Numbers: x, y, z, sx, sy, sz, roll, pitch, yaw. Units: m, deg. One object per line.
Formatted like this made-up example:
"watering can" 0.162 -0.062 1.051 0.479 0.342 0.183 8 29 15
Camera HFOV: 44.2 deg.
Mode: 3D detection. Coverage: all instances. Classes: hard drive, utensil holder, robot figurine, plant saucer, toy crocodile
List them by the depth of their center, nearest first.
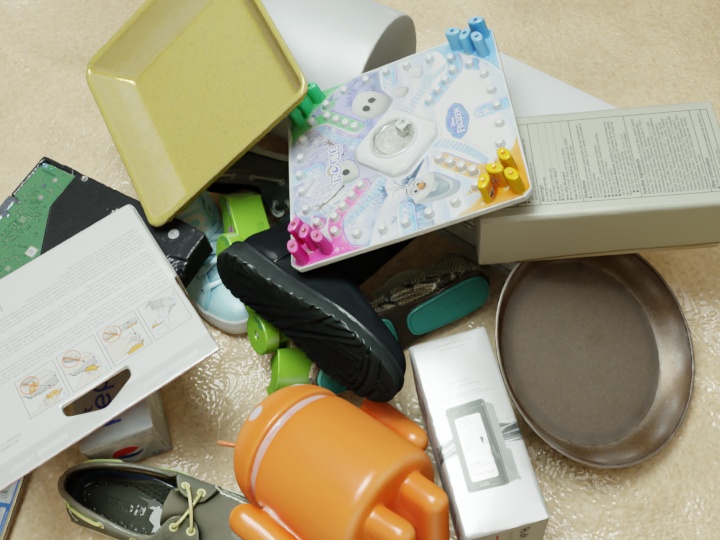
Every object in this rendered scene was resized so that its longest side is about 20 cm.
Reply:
"robot figurine" -0.023 0.166 0.707 0.200 0.117 0.144 27 86 36
"plant saucer" 0.197 0.068 0.759 0.200 0.032 0.201 6 73 -19
"plant saucer" -0.146 -0.170 0.813 0.200 0.048 0.200 -38 67 22
"toy crocodile" -0.088 0.019 0.820 0.067 0.062 0.200 -13 74 -34
"hard drive" -0.256 -0.012 0.822 0.200 0.038 0.140 24 67 18
"utensil holder" -0.064 -0.216 0.912 0.200 0.170 0.170 22 66 17

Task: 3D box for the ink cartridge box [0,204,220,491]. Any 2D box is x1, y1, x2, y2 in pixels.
"ink cartridge box" -0.234 0.062 0.731 0.200 0.045 0.176 -32 62 -10

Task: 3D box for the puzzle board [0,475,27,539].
"puzzle board" -0.373 0.165 0.824 0.150 0.017 0.200 5 62 9

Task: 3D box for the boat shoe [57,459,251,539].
"boat shoe" -0.160 0.206 0.749 0.201 0.060 0.072 10 62 12

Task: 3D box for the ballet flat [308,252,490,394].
"ballet flat" 0.026 0.044 0.823 0.200 0.068 0.075 -31 40 -16

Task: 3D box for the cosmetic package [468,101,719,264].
"cosmetic package" 0.191 -0.071 0.728 0.199 0.073 0.104 -4 60 4

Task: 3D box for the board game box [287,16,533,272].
"board game box" 0.027 -0.110 0.734 0.199 0.026 0.200 -17 51 16

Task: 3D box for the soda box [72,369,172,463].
"soda box" -0.234 0.078 0.827 0.068 0.063 0.200 -18 60 -4

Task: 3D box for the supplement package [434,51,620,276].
"supplement package" 0.134 -0.108 0.860 0.200 0.111 0.156 32 69 21

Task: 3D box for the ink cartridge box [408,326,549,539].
"ink cartridge box" 0.098 0.163 0.710 0.068 0.116 0.200 -15 61 0

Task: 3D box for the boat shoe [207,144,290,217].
"boat shoe" -0.079 -0.082 0.902 0.200 0.073 0.062 21 81 20

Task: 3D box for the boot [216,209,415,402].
"boot" 0.000 0.000 0.765 0.200 0.077 0.168 35 53 23

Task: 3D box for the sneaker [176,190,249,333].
"sneaker" -0.160 -0.027 0.866 0.074 0.082 0.200 -33 65 -10
